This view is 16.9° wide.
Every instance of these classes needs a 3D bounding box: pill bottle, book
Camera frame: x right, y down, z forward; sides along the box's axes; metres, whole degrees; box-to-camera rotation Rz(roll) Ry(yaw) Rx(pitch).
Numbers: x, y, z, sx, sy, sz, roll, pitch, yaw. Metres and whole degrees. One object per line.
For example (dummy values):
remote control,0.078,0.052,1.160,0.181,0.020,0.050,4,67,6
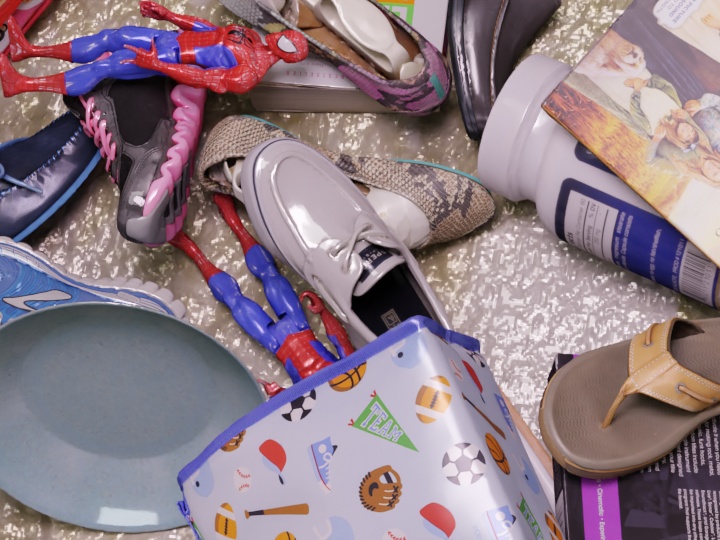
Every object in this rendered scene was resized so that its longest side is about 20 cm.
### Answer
pill bottle,0.182,-0.057,1.532,0.200,0.116,0.116,25,77,20
book,0.000,-0.207,1.673,0.133,0.048,0.200,3,69,9

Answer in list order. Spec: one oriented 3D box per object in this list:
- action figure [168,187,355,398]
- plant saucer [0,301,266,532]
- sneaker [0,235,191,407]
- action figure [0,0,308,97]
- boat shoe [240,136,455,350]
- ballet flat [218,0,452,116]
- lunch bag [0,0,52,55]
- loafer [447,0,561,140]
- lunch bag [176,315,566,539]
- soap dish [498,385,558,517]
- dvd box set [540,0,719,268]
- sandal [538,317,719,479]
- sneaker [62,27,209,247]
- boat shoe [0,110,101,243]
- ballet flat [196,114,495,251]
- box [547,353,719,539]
action figure,-0.058,0.028,1.567,0.065,0.099,0.200,-38,69,-2
plant saucer,-0.154,0.083,1.528,0.201,0.201,0.039,-8,39,10
sneaker,-0.216,0.036,1.583,0.200,0.079,0.089,10,35,11
action figure,-0.134,-0.144,1.586,0.200,0.052,0.065,0,39,2
boat shoe,0.000,0.000,1.512,0.072,0.066,0.200,-33,94,-21
ballet flat,-0.023,-0.174,1.599,0.200,0.071,0.069,36,76,18
lunch bag,-0.266,-0.219,1.667,0.200,0.176,0.082,-47,57,15
loafer,0.098,-0.182,1.624,0.072,0.073,0.200,1,71,8
lunch bag,0.003,0.148,1.399,0.200,0.124,0.170,-31,67,15
soap dish,0.044,0.185,1.489,0.200,0.081,0.157,-35,66,-2
dvd box set,0.226,-0.086,1.445,0.146,0.029,0.200,-47,70,6
sandal,0.193,0.060,1.437,0.200,0.054,0.080,-17,60,-20
sneaker,-0.153,-0.093,1.610,0.095,0.079,0.200,9,43,-3
boat shoe,-0.260,-0.046,1.637,0.200,0.069,0.084,-42,25,-7
ballet flat,-0.015,-0.045,1.589,0.200,0.068,0.075,17,46,12
box,0.215,0.124,1.452,0.200,0.036,0.143,4,56,-5
